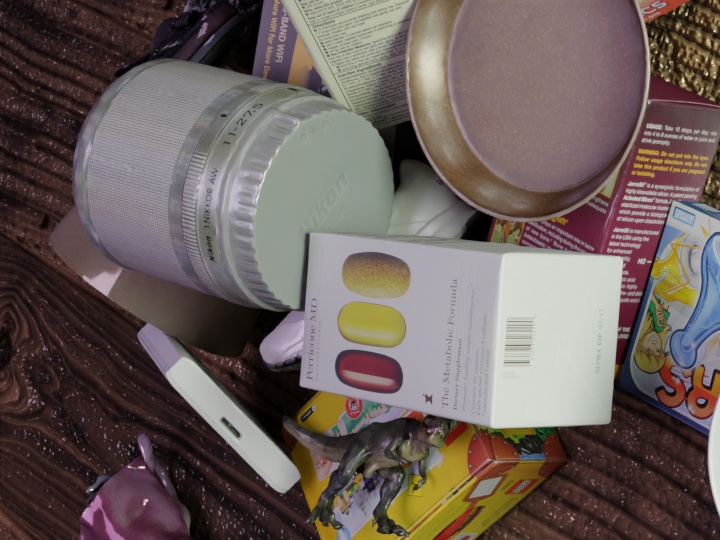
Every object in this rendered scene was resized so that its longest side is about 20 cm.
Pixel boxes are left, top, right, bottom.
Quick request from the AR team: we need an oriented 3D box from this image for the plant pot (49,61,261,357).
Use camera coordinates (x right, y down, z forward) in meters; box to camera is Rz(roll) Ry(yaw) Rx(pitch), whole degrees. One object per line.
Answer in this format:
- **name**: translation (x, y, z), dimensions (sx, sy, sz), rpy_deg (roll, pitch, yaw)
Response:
- **plant pot**: translation (-0.123, -0.062, 1.782), dimensions (0.200, 0.187, 0.187), rpy_deg (-57, 46, 9)

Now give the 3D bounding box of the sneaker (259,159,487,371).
- **sneaker**: translation (0.000, 0.000, 1.616), dimensions (0.200, 0.074, 0.087), rpy_deg (-40, 75, 9)

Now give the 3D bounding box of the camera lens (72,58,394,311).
- **camera lens**: translation (-0.096, -0.062, 1.563), dimensions (0.200, 0.160, 0.161), rpy_deg (16, 100, 40)

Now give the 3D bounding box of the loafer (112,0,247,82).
- **loafer**: translation (-0.157, -0.175, 1.788), dimensions (0.063, 0.072, 0.200), rpy_deg (49, 149, 0)

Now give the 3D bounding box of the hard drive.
- **hard drive**: translation (-0.115, 0.105, 1.726), dimensions (0.027, 0.132, 0.200), rpy_deg (-44, 13, -3)

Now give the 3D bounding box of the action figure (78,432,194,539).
- **action figure**: translation (-0.149, 0.255, 1.858), dimensions (0.200, 0.134, 0.149), rpy_deg (21, 61, 36)

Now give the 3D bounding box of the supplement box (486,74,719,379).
- **supplement box**: translation (0.160, -0.038, 1.490), dimensions (0.110, 0.085, 0.201), rpy_deg (32, 112, 46)

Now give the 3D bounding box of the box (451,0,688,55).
- **box**: translation (0.157, -0.222, 1.486), dimensions (0.200, 0.094, 0.103), rpy_deg (-24, 68, 40)

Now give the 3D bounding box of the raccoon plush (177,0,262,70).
- **raccoon plush**: translation (-0.078, -0.238, 1.808), dimensions (0.199, 0.134, 0.097), rpy_deg (-14, 31, 25)

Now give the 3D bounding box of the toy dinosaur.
- **toy dinosaur**: translation (0.004, 0.145, 1.575), dimensions (0.200, 0.047, 0.088), rpy_deg (-9, 66, 50)

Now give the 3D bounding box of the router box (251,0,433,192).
- **router box**: translation (-0.009, -0.106, 1.667), dimensions (0.157, 0.052, 0.201), rpy_deg (11, 97, 17)

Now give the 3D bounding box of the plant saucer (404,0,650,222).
- **plant saucer**: translation (0.115, -0.133, 1.436), dimensions (0.200, 0.034, 0.201), rpy_deg (6, 99, 41)

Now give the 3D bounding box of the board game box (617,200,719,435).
- **board game box**: translation (0.262, 0.050, 1.400), dimensions (0.200, 0.034, 0.136), rpy_deg (29, 109, 47)

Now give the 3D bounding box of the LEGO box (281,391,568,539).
- **LEGO box**: translation (0.043, 0.130, 1.624), dimensions (0.200, 0.077, 0.149), rpy_deg (-45, 55, 38)

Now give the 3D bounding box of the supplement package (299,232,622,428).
- **supplement package**: translation (0.063, 0.037, 1.448), dimensions (0.200, 0.109, 0.114), rpy_deg (7, 94, 51)

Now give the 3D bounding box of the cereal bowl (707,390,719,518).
- **cereal bowl**: translation (0.308, 0.103, 1.276), dimensions (0.199, 0.083, 0.201), rpy_deg (3, 99, 20)

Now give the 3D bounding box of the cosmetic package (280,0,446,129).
- **cosmetic package**: translation (0.003, -0.202, 1.523), dimensions (0.103, 0.200, 0.087), rpy_deg (-14, 45, 14)
